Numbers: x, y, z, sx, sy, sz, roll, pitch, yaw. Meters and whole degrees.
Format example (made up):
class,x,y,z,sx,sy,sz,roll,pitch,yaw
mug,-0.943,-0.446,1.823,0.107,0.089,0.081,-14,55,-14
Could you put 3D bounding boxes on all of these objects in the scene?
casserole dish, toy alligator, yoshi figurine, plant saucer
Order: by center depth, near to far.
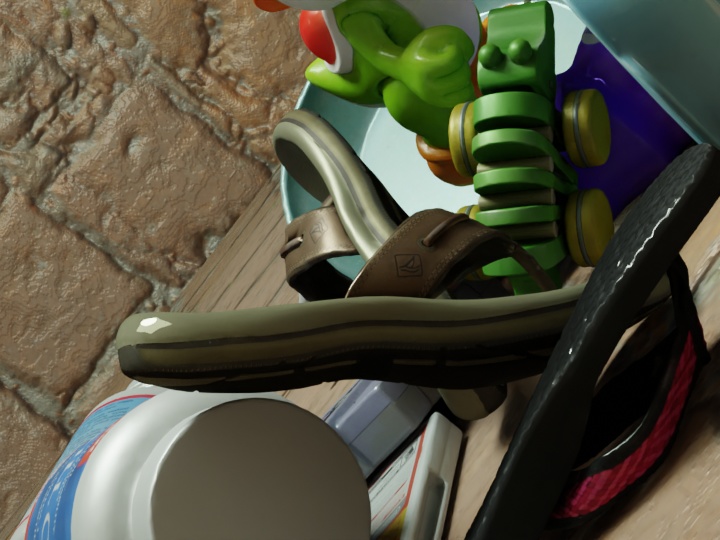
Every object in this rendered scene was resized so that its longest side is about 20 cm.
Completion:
class,x,y,z,sx,sy,sz,roll,pitch,yaw
casserole dish,0.108,-0.082,0.751,0.039,0.121,0.200,-44,11,9
toy alligator,0.062,-0.063,0.839,0.054,0.059,0.202,20,-113,-66
yoshi figurine,0.022,-0.128,0.906,0.112,0.200,0.112,29,81,48
plant saucer,0.052,-0.071,1.016,0.199,0.036,0.201,-21,50,28

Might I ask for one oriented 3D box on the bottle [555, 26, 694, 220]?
class,x,y,z,sx,sy,sz,roll,pitch,yaw
bottle,0.133,-0.099,0.888,0.200,0.065,0.084,-53,15,0

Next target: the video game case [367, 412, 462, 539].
class,x,y,z,sx,sy,sz,roll,pitch,yaw
video game case,-0.017,0.149,0.843,0.143,0.017,0.200,-50,7,21

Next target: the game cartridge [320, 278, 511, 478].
class,x,y,z,sx,sy,sz,roll,pitch,yaw
game cartridge,-0.017,0.089,1.002,0.200,0.038,0.130,-47,-5,35

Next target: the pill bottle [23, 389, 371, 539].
class,x,y,z,sx,sy,sz,roll,pitch,yaw
pill bottle,-0.063,0.103,0.835,0.113,0.112,0.200,-55,7,-21

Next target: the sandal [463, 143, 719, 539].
class,x,y,z,sx,sy,sz,roll,pitch,yaw
sandal,0.075,0.050,0.681,0.201,0.045,0.075,-65,-3,20

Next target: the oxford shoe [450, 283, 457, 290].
class,x,y,z,sx,sy,sz,roll,pitch,yaw
oxford shoe,0.052,-0.040,1.088,0.200,0.073,0.071,-51,7,10

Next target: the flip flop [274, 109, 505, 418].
class,x,y,z,sx,sy,sz,roll,pitch,yaw
flip flop,0.000,0.000,0.908,0.057,0.081,0.200,-38,42,6

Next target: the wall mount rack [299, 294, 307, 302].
class,x,y,z,sx,sy,sz,roll,pitch,yaw
wall mount rack,-0.001,-0.021,1.359,0.174,0.074,0.200,-50,4,-5

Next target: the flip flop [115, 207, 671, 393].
class,x,y,z,sx,sy,sz,roll,pitch,yaw
flip flop,0.014,0.008,0.745,0.081,0.198,0.058,117,148,-73

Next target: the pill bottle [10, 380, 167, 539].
class,x,y,z,sx,sy,sz,roll,pitch,yaw
pill bottle,-0.127,0.136,1.239,0.109,0.109,0.200,-49,9,26
